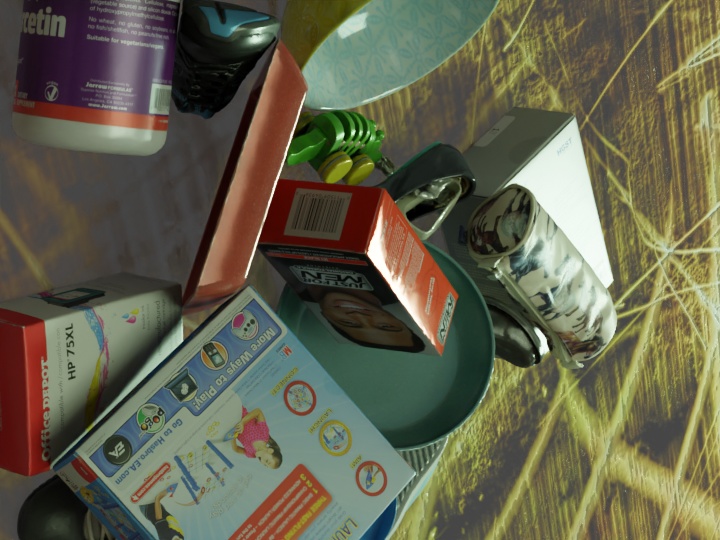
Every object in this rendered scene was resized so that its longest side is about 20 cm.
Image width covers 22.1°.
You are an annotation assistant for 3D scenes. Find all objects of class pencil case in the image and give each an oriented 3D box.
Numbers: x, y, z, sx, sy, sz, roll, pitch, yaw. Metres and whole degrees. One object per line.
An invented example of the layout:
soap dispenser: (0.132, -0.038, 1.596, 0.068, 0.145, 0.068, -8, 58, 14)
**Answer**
pencil case: (0.169, 0.010, 1.718, 0.200, 0.078, 0.090, 48, 66, -42)

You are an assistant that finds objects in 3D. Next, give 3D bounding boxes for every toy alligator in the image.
toy alligator: (-0.006, -0.111, 1.589, 0.054, 0.059, 0.200, -46, 160, 21)

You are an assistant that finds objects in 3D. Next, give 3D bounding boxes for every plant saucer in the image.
plant saucer: (0.019, 0.064, 1.621, 0.199, 0.036, 0.201, 4, 72, -13)
plant saucer: (-0.089, -0.061, 1.427, 0.037, 0.200, 0.201, 18, 82, -7)

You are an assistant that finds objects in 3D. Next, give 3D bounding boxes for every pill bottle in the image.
pill bottle: (-0.185, -0.186, 1.321, 0.112, 0.112, 0.201, 0, 98, -51)

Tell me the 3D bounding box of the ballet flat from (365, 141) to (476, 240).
ballet flat: (0.025, -0.047, 1.603, 0.200, 0.073, 0.073, -32, 123, -31)

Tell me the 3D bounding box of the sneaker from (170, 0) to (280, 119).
sneaker: (-0.106, -0.156, 1.384, 0.200, 0.073, 0.082, -173, -82, -85)

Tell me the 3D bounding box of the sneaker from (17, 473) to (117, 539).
sneaker: (-0.160, 0.185, 1.410, 0.199, 0.088, 0.074, -9, 107, -16)

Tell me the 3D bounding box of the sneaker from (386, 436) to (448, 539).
sneaker: (0.013, 0.214, 1.702, 0.200, 0.074, 0.082, -45, 165, -14)

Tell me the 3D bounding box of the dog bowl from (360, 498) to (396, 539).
dog bowl: (-0.060, 0.159, 1.533, 0.200, 0.050, 0.111, 47, 56, -3)

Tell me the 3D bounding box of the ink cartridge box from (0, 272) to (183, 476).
ink cartridge box: (-0.224, 0.079, 1.372, 0.200, 0.067, 0.117, -17, 112, -48)

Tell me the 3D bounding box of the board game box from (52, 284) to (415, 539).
board game box: (-0.090, 0.149, 1.373, 0.196, 0.056, 0.200, 49, 57, -5)

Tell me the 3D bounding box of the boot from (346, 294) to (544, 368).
boot: (0.055, 0.092, 1.680, 0.199, 0.069, 0.175, 29, 68, -8)

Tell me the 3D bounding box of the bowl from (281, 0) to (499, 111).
bowl: (0.009, -0.234, 1.537, 0.200, 0.200, 0.108, -8, 61, -50)

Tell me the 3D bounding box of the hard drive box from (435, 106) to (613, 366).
hard drive box: (0.162, -0.035, 1.819, 0.156, 0.077, 0.201, -42, 129, -36)

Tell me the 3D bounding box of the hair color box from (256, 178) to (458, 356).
hair color box: (0.000, 0.000, 1.500, 0.200, 0.101, 0.062, 51, 50, -57)
